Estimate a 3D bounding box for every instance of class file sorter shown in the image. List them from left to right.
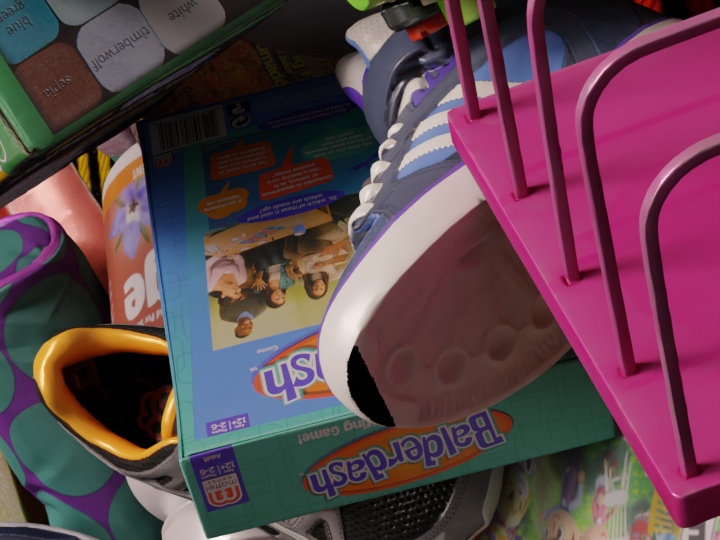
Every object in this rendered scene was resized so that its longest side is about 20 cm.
[{"bbox_3d":[0.111,-0.055,0.772,0.200,0.138,0.126,-117,10,-50],"label":"file sorter"}]

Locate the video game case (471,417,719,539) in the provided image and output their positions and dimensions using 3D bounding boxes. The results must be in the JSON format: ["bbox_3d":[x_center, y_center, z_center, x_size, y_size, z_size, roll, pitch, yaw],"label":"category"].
[{"bbox_3d":[0.075,0.131,0.971,0.200,0.022,0.183,21,101,64],"label":"video game case"}]

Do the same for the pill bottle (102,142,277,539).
[{"bbox_3d":[-0.050,0.042,1.154,0.112,0.112,0.201,-49,41,48],"label":"pill bottle"}]

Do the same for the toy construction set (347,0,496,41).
[{"bbox_3d":[0.060,-0.137,0.897,0.131,0.199,0.093,-12,93,64],"label":"toy construction set"}]

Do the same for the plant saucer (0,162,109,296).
[{"bbox_3d":[-0.169,-0.007,1.336,0.200,0.037,0.200,56,158,13],"label":"plant saucer"}]

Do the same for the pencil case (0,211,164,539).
[{"bbox_3d":[-0.131,0.072,1.218,0.092,0.201,0.085,-7,31,34],"label":"pencil case"}]

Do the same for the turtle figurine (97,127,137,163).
[{"bbox_3d":[-0.123,-0.115,1.285,0.200,0.100,0.150,-42,46,47],"label":"turtle figurine"}]

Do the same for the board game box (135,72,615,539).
[{"bbox_3d":[0.000,0.000,0.998,0.200,0.151,0.045,-102,-2,-50],"label":"board game box"}]

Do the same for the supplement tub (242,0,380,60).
[{"bbox_3d":[0.000,-0.198,1.077,0.144,0.144,0.201,-22,59,61],"label":"supplement tub"}]

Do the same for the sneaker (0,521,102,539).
[{"bbox_3d":[-0.111,0.160,1.123,0.199,0.108,0.070,28,89,22],"label":"sneaker"}]

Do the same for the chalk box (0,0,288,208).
[{"bbox_3d":[-0.121,-0.110,0.991,0.124,0.125,0.200,57,155,-2],"label":"chalk box"}]

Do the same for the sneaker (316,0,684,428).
[{"bbox_3d":[0.026,-0.032,0.943,0.146,0.200,0.081,21,145,47],"label":"sneaker"}]

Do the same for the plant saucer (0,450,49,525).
[{"bbox_3d":[-0.168,0.131,1.328,0.048,0.200,0.200,-28,49,4],"label":"plant saucer"}]

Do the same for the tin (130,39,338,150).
[{"bbox_3d":[-0.045,-0.079,1.137,0.042,0.111,0.201,93,154,-63],"label":"tin"}]

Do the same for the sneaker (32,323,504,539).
[{"bbox_3d":[-0.041,0.065,1.031,0.199,0.077,0.079,11,82,24],"label":"sneaker"}]
